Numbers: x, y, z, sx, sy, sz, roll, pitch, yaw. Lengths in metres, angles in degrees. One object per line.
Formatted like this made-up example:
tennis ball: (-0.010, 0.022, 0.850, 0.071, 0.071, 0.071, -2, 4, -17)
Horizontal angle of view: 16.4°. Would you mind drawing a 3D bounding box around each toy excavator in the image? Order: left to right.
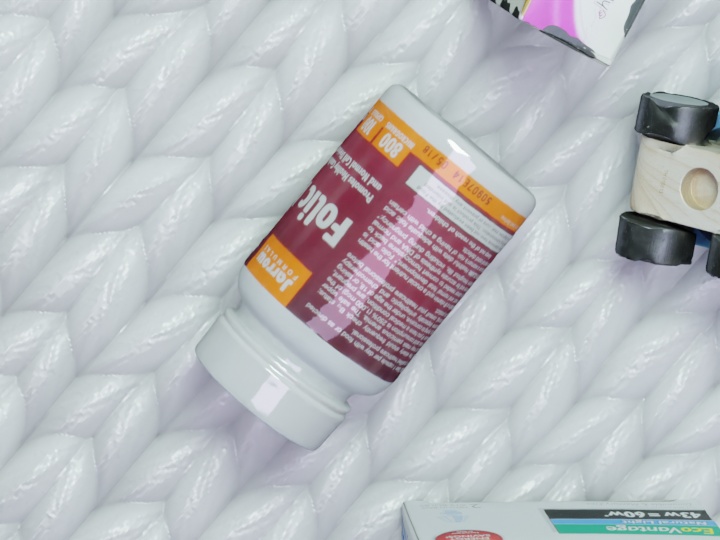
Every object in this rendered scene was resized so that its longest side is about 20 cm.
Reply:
toy excavator: (0.279, -0.047, 1.512, 0.194, 0.200, 0.100, 16, 105, 36)

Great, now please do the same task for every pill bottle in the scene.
pill bottle: (0.000, 0.000, 1.478, 0.114, 0.114, 0.200, 38, 95, -12)

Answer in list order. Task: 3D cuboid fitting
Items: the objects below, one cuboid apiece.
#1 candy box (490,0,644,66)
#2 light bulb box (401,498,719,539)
candy box: (0.127, -0.199, 1.406, 0.061, 0.200, 0.137, 25, 98, -11)
light bulb box: (0.123, 0.251, 1.539, 0.197, 0.125, 0.201, 1, 101, -6)
